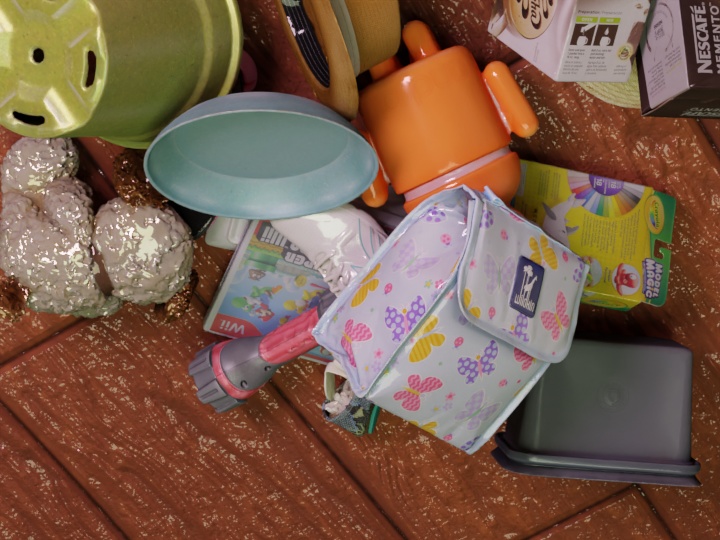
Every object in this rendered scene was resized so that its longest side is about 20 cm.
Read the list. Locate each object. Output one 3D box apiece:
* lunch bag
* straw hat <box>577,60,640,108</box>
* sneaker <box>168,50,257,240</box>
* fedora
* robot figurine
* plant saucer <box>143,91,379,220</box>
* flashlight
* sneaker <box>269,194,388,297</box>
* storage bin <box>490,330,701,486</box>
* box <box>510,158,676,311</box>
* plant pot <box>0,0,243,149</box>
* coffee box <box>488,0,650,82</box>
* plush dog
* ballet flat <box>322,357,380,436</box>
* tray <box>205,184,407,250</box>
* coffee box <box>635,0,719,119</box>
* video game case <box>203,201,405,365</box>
[{"bbox_3d":[0.089,0.038,1.521,0.200,0.127,0.169,-50,133,8],"label":"lunch bag"},{"bbox_3d":[0.264,-0.213,1.545,0.200,0.085,0.202,0,123,-1],"label":"straw hat"},{"bbox_3d":[-0.150,-0.105,1.592,0.079,0.096,0.201,13,121,-3],"label":"sneaker"},{"bbox_3d":[-0.018,-0.229,1.480,0.081,0.201,0.201,-20,123,-12],"label":"fedora"},{"bbox_3d":[0.068,-0.119,1.560,0.143,0.116,0.201,-27,93,-30],"label":"robot figurine"},{"bbox_3d":[-0.084,-0.101,1.490,0.199,0.036,0.200,-2,156,-1],"label":"plant saucer"},{"bbox_3d":[-0.072,0.068,1.692,0.199,0.068,0.068,-29,131,27],"label":"flashlight"},{"bbox_3d":[0.000,0.000,1.603,0.200,0.081,0.070,31,152,-13],"label":"sneaker"},{"bbox_3d":[0.238,0.130,1.749,0.199,0.146,0.135,6,95,-6],"label":"storage bin"},{"bbox_3d":[0.194,-0.034,1.646,0.199,0.118,0.048,11,165,-7],"label":"box"},{"bbox_3d":[-0.223,-0.187,1.445,0.199,0.184,0.202,4,103,19],"label":"plant pot"},{"bbox_3d":[0.184,-0.268,1.431,0.079,0.113,0.201,-3,121,-29],"label":"coffee box"},{"bbox_3d":[-0.235,-0.019,1.599,0.171,0.161,0.201,-8,122,13],"label":"plush dog"},{"bbox_3d":[0.000,0.100,1.719,0.074,0.075,0.200,9,143,-8],"label":"ballet flat"},{"bbox_3d":[-0.042,-0.045,1.680,0.199,0.022,0.108,12,120,-10],"label":"tray"},{"bbox_3d":[0.288,-0.232,1.460,0.112,0.201,0.080,1,168,-22],"label":"coffee box"},{"bbox_3d":[-0.054,0.005,1.691,0.142,0.018,0.200,16,131,-14],"label":"video game case"}]
